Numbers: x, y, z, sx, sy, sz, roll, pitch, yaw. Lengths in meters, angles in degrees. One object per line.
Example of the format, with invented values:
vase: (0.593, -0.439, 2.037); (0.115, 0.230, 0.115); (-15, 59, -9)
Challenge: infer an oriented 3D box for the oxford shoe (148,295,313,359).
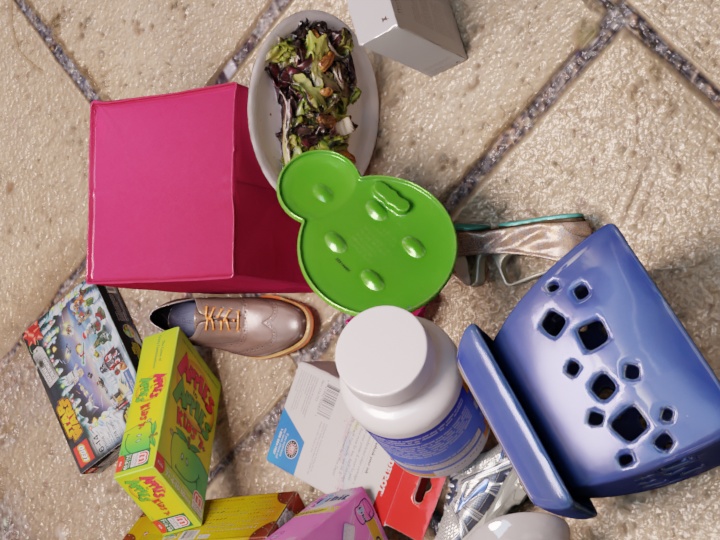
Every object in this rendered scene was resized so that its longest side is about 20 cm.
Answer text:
oxford shoe: (-0.146, 0.062, 1.328); (0.199, 0.073, 0.072); (-2, 83, 29)

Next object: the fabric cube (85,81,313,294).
fabric cube: (-0.154, -0.079, 1.273); (0.195, 0.199, 0.201); (-1, 85, 31)

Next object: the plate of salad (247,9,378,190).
plate of salad: (-0.037, -0.163, 1.212); (0.048, 0.199, 0.202); (6, 89, 41)

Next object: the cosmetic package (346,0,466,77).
cosmetic package: (0.030, -0.311, 1.216); (0.051, 0.151, 0.201); (-22, 75, 26)

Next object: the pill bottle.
pill bottle: (0.046, 0.108, 1.077); (0.111, 0.200, 0.113); (-7, 63, 14)

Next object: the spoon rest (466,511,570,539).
spoon rest: (0.131, 0.286, 1.122); (0.061, 0.099, 0.201); (-103, 23, -47)

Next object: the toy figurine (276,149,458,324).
toy figurine: (0.000, 0.000, 1.190); (0.150, 0.184, 0.200); (-39, 69, -18)

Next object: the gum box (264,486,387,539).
gum box: (-0.010, 0.331, 1.165); (0.066, 0.113, 0.201); (-20, 97, 43)

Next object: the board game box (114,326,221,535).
board game box: (-0.202, 0.168, 1.273); (0.047, 0.102, 0.201); (-18, 38, 16)

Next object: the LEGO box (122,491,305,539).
LEGO box: (-0.135, 0.322, 1.260); (0.199, 0.077, 0.150); (-11, 114, 28)

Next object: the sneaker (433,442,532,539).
sneaker: (0.118, 0.222, 1.170); (0.200, 0.077, 0.085); (-48, 61, 7)

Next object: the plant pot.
plant pot: (0.203, 0.105, 1.031); (0.179, 0.200, 0.201); (-31, 69, 7)

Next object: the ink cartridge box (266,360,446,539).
ink cartridge box: (0.012, 0.183, 1.230); (0.199, 0.067, 0.117); (24, 98, 29)

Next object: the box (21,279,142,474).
box: (-0.320, 0.125, 1.442); (0.137, 0.040, 0.201); (-38, 69, 23)

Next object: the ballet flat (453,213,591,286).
ballet flat: (0.131, -0.018, 1.183); (0.199, 0.068, 0.068); (-3, 91, 31)
